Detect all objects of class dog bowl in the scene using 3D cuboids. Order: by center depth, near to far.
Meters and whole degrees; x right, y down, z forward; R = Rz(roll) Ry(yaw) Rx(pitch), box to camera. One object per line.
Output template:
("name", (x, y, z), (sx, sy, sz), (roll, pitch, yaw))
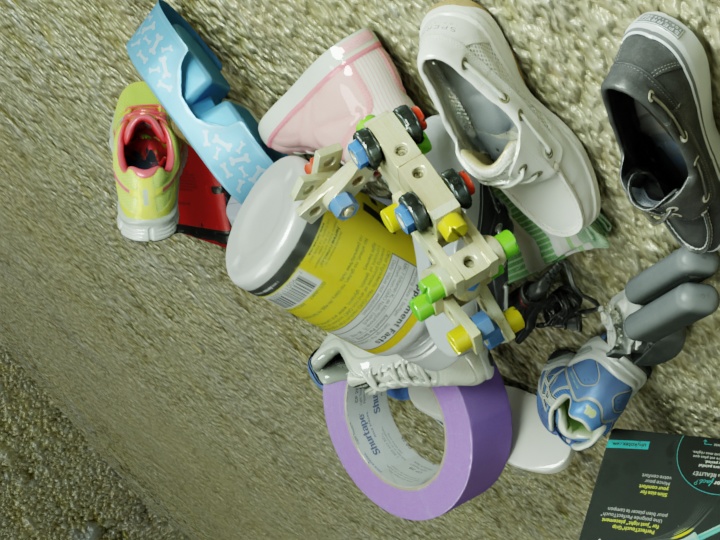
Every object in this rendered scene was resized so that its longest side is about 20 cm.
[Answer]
("dog bowl", (-0.128, -0.137, 1.226), (0.201, 0.049, 0.111), (53, -172, 5))

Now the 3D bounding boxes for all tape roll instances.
("tape roll", (0.054, 0.140, 1.415), (0.199, 0.065, 0.203), (18, 116, 42))

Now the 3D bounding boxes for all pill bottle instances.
("pill bottle", (0.000, 0.000, 1.165), (0.199, 0.116, 0.114), (28, 167, -27))

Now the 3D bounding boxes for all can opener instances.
("can opener", (0.222, 0.026, 1.047), (0.065, 0.053, 0.200), (4, 165, -4))

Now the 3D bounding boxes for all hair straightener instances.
("hair straightener", (0.152, 0.026, 1.180), (0.076, 0.042, 0.200), (6, 163, -7))

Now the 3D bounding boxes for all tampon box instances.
("tampon box", (0.263, 0.253, 1.174), (0.148, 0.202, 0.127), (3, 144, 30))

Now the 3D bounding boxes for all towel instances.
("towel", (0.102, -0.054, 1.128), (0.152, 0.023, 0.200), (43, 160, -6))

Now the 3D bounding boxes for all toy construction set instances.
("toy construction set", (0.037, -0.036, 1.008), (0.200, 0.092, 0.132), (40, 163, 24))

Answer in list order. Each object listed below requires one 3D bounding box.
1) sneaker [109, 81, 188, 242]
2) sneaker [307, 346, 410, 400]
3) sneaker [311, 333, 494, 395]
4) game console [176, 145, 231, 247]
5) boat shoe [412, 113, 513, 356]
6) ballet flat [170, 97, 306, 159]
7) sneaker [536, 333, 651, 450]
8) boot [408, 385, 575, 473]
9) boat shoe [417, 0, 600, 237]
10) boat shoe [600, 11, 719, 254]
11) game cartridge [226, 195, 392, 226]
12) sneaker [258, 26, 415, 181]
("sneaker", (-0.202, -0.125, 1.374), (0.091, 0.077, 0.201), (93, 167, -46))
("sneaker", (-0.004, 0.090, 1.574), (0.199, 0.070, 0.078), (0, 132, 53))
("sneaker", (0.037, 0.083, 1.299), (0.198, 0.081, 0.076), (3, 126, 46))
("game console", (-0.147, -0.082, 1.532), (0.199, 0.118, 0.175), (9, 113, 54))
("boat shoe", (0.084, -0.031, 1.087), (0.071, 0.067, 0.202), (28, 134, 48))
("ballet flat", (-0.093, -0.106, 1.332), (0.200, 0.068, 0.073), (42, 146, 8))
("sneaker", (0.185, 0.116, 1.257), (0.075, 0.077, 0.200), (36, 162, 6))
("boot", (0.145, 0.156, 1.453), (0.199, 0.073, 0.090), (27, 172, 37))
("boat shoe", (0.095, -0.087, 0.977), (0.070, 0.070, 0.200), (-16, 125, 39))
("boat shoe", (0.187, -0.066, 0.879), (0.069, 0.066, 0.201), (27, 158, 33))
("game cartridge", (-0.018, -0.022, 1.290), (0.197, 0.042, 0.134), (7, 153, 17))
("sneaker", (-0.013, -0.107, 1.128), (0.105, 0.075, 0.200), (54, 156, -1))
